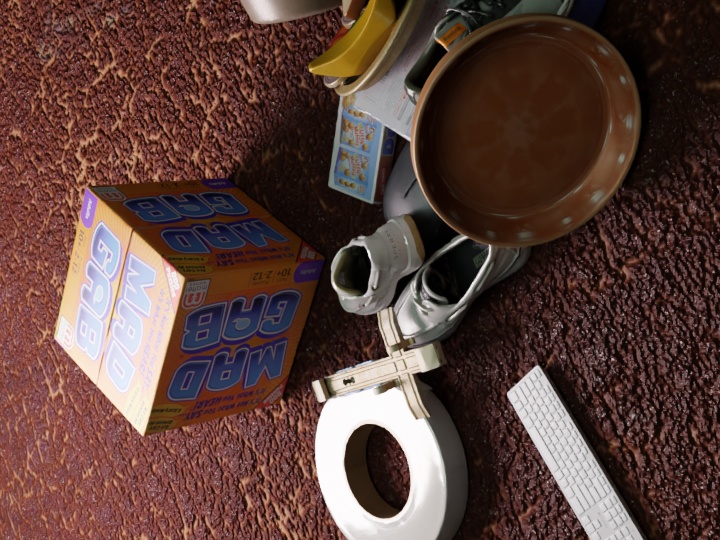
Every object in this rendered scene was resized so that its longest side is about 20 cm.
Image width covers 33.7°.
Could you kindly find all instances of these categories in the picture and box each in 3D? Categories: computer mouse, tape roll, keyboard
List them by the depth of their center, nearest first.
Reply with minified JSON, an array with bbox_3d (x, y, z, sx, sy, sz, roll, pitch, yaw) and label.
[{"bbox_3d":[0.200,0.186,1.097,0.056,0.011,0.201,-47,63,39],"label":"keyboard"},{"bbox_3d":[0.069,-0.101,1.161,0.138,0.052,0.201,44,125,33],"label":"computer mouse"},{"bbox_3d":[0.030,0.208,1.261,0.202,0.037,0.205,10,103,46],"label":"tape roll"}]

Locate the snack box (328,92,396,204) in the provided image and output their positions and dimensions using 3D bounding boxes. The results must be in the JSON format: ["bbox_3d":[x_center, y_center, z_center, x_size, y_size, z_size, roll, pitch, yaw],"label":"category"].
[{"bbox_3d":[0.010,-0.175,1.232,0.072,0.024,0.202,24,112,41],"label":"snack box"}]

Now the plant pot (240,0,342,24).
[{"bbox_3d":[-0.080,-0.349,1.203,0.199,0.199,0.176,8,120,45],"label":"plant pot"}]

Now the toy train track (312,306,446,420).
[{"bbox_3d":[0.008,0.107,1.210,0.199,0.032,0.116,-23,87,49],"label":"toy train track"}]

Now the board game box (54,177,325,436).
[{"bbox_3d":[-0.197,0.032,1.353,0.199,0.199,0.202,37,121,35],"label":"board game box"}]

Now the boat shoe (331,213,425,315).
[{"bbox_3d":[0.000,0.000,1.198,0.071,0.069,0.200,66,158,14],"label":"boat shoe"}]

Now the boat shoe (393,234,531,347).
[{"bbox_3d":[0.082,0.016,1.155,0.200,0.065,0.073,-38,70,43],"label":"boat shoe"}]

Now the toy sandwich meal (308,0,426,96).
[{"bbox_3d":[0.006,-0.262,1.108,0.206,0.070,0.206,-52,25,37],"label":"toy sandwich meal"}]

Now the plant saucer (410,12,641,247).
[{"bbox_3d":[0.138,-0.117,1.001,0.032,0.198,0.202,-114,36,-63],"label":"plant saucer"}]

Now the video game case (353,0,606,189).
[{"bbox_3d":[0.106,-0.199,1.082,0.181,0.045,0.201,37,106,38],"label":"video game case"}]

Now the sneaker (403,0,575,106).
[{"bbox_3d":[0.111,-0.209,1.000,0.201,0.079,0.074,-54,53,18],"label":"sneaker"}]
